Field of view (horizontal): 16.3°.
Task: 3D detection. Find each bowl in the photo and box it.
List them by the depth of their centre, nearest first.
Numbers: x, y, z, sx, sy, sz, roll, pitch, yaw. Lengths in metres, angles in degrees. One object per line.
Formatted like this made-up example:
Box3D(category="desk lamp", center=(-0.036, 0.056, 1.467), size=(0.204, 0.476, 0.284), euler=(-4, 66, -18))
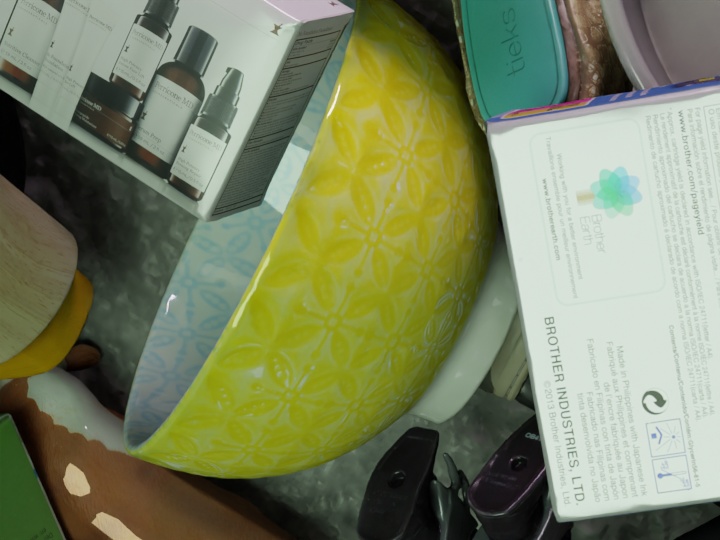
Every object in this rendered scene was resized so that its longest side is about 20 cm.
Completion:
Box3D(category="bowl", center=(0.000, 0.000, 0.963), size=(0.107, 0.200, 0.200), euler=(25, 119, -11))

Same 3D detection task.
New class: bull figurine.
Box3D(category="bull figurine", center=(-0.109, 0.111, 1.107), size=(0.200, 0.065, 0.122), euler=(35, 125, 14))

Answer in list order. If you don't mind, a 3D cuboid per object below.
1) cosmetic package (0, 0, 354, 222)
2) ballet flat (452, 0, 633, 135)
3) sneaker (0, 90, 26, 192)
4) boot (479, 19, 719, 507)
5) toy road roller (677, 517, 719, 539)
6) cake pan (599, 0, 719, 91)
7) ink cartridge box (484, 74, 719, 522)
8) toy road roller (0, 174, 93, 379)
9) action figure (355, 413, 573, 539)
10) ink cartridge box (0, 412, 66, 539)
Box3D(category="cosmetic package", center=(-0.108, -0.105, 0.893), size=(0.200, 0.051, 0.083), euler=(32, 109, 15))
Box3D(category="ballet flat", center=(0.060, -0.132, 0.938), size=(0.070, 0.065, 0.201), euler=(-14, 73, 31))
Box3D(category="sneaker", center=(-0.208, -0.114, 1.061), size=(0.108, 0.067, 0.202), euler=(3, 113, 19))
Box3D(category="boot", center=(0.151, 0.002, 0.956), size=(0.150, 0.073, 0.200), euler=(34, 110, 2))
Box3D(category="toy road roller", center=(0.113, 0.187, 0.870), size=(0.123, 0.200, 0.146), euler=(-27, 69, -1))
Box3D(category="cake pan", center=(0.181, -0.113, 0.877), size=(0.200, 0.037, 0.201), euler=(0, 87, 6))
Box3D(category="ink cartridge box", center=(0.152, -0.001, 0.820), size=(0.199, 0.076, 0.137), euler=(-9, 97, 14))
Box3D(category="toy road roller", center=(-0.222, 0.031, 1.029), size=(0.200, 0.146, 0.123), euler=(-11, 140, 41))
Box3D(category="action figure", center=(0.072, 0.143, 1.021), size=(0.130, 0.069, 0.200), euler=(3, 139, 28))
Box3D(category="ink cartridge box", center=(-0.165, 0.168, 1.091), size=(0.104, 0.059, 0.200), euler=(-13, 105, 37))
